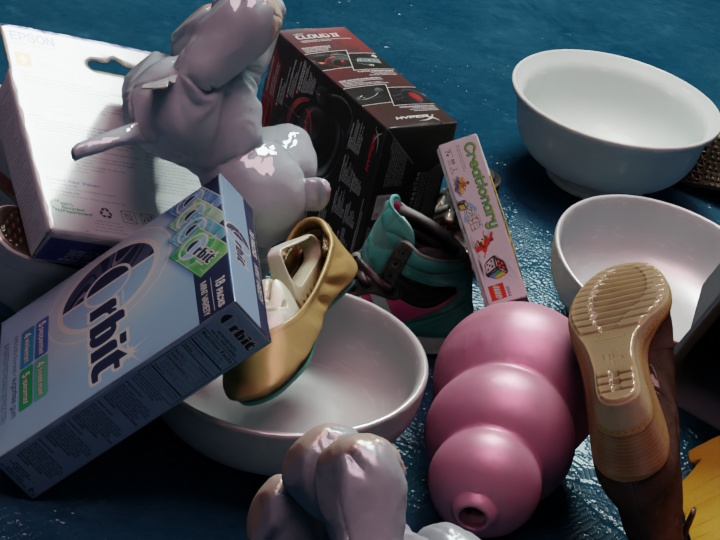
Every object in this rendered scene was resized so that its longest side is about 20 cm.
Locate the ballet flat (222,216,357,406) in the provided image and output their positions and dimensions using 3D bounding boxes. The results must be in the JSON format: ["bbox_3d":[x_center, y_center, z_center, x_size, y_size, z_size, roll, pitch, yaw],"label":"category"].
[{"bbox_3d":[-0.057,0.023,1.483,0.069,0.063,0.200,-15,20,22],"label":"ballet flat"}]

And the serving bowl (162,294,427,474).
[{"bbox_3d":[-0.054,0.086,1.519,0.200,0.066,0.200,4,29,-2],"label":"serving bowl"}]

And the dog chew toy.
[{"bbox_3d":[0.100,0.111,1.517,0.124,0.125,0.200,17,37,7],"label":"dog chew toy"}]

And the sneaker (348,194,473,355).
[{"bbox_3d":[0.000,0.000,1.660,0.200,0.121,0.084,3,31,-18],"label":"sneaker"}]

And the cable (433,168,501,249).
[{"bbox_3d":[0.079,-0.048,1.880,0.097,0.050,0.200,7,17,0],"label":"cable"}]

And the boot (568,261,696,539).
[{"bbox_3d":[0.194,0.106,1.510,0.072,0.167,0.200,-7,32,14],"label":"boot"}]

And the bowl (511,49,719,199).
[{"bbox_3d":[0.228,-0.123,2.004,0.201,0.091,0.201,10,30,-6],"label":"bowl"}]

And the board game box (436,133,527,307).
[{"bbox_3d":[0.097,-0.032,1.674,0.035,0.126,0.200,-18,-3,4],"label":"board game box"}]

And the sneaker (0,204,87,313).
[{"bbox_3d":[-0.206,0.018,1.606,0.200,0.085,0.073,25,37,-27],"label":"sneaker"}]

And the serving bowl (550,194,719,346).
[{"bbox_3d":[0.244,0.023,1.767,0.200,0.066,0.200,13,34,-9],"label":"serving bowl"}]

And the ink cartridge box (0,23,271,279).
[{"bbox_3d":[-0.176,-0.085,1.625,0.196,0.043,0.200,8,48,-36],"label":"ink cartridge box"}]

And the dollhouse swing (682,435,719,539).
[{"bbox_3d":[0.352,0.212,1.523,0.182,0.176,0.200,-27,27,13],"label":"dollhouse swing"}]

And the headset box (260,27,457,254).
[{"bbox_3d":[-0.017,-0.105,1.809,0.075,0.149,0.200,-7,35,-34],"label":"headset box"}]

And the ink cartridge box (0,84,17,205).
[{"bbox_3d":[-0.225,-0.075,1.737,0.145,0.084,0.200,-11,37,-38],"label":"ink cartridge box"}]

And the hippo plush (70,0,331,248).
[{"bbox_3d":[-0.083,-0.105,1.564,0.161,0.159,0.200,47,17,-13],"label":"hippo plush"}]

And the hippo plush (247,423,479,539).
[{"bbox_3d":[0.037,0.181,1.301,0.161,0.160,0.200,10,8,-30],"label":"hippo plush"}]

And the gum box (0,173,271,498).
[{"bbox_3d":[-0.158,0.042,1.466,0.045,0.200,0.170,50,15,-29],"label":"gum box"}]

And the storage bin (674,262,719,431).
[{"bbox_3d":[0.344,0.052,1.634,0.200,0.146,0.134,28,35,-7],"label":"storage bin"}]

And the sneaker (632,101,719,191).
[{"bbox_3d":[0.353,-0.101,2.064,0.200,0.071,0.076,28,7,29],"label":"sneaker"}]
